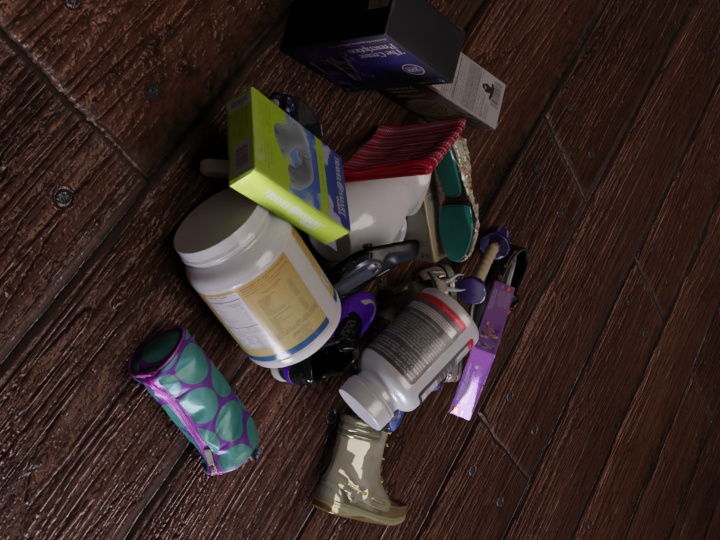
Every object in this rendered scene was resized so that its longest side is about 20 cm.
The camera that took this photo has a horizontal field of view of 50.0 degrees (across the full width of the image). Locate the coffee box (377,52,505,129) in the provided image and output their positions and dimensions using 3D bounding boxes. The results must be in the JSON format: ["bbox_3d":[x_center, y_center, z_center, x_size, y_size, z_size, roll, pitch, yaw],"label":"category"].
[{"bbox_3d":[0.117,-0.288,1.189,0.199,0.114,0.080,18,84,-44],"label":"coffee box"}]

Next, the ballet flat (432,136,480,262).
[{"bbox_3d":[0.153,-0.114,1.180,0.064,0.075,0.202,-32,121,-45],"label":"ballet flat"}]

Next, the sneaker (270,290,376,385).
[{"bbox_3d":[-0.028,0.103,1.111,0.200,0.099,0.070,-39,120,-32],"label":"sneaker"}]

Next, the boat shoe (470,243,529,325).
[{"bbox_3d":[0.255,0.047,1.418,0.073,0.063,0.203,28,78,-46],"label":"boat shoe"}]

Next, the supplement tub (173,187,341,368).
[{"bbox_3d":[-0.127,0.008,0.967,0.145,0.144,0.201,-51,128,-27],"label":"supplement tub"}]

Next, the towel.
[{"bbox_3d":[0.059,-0.173,1.084,0.200,0.143,0.023,-54,136,-54],"label":"towel"}]

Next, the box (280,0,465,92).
[{"bbox_3d":[0.015,-0.303,1.020,0.141,0.199,0.080,17,84,-44],"label":"box"}]

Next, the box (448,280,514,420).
[{"bbox_3d":[0.198,0.125,1.247,0.200,0.039,0.138,-57,164,-56],"label":"box"}]

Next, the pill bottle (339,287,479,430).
[{"bbox_3d":[0.067,0.128,1.104,0.200,0.110,0.111,-44,125,-17],"label":"pill bottle"}]

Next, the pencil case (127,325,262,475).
[{"bbox_3d":[-0.203,0.166,0.958,0.201,0.084,0.093,62,26,-31],"label":"pencil case"}]

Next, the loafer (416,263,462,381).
[{"bbox_3d":[0.127,0.092,1.300,0.062,0.072,0.202,-8,96,-27],"label":"loafer"}]

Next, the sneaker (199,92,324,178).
[{"bbox_3d":[-0.128,-0.175,0.998,0.199,0.073,0.113,-7,97,-51],"label":"sneaker"}]

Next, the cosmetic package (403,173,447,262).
[{"bbox_3d":[0.108,-0.125,1.234,0.103,0.073,0.202,-29,117,-38],"label":"cosmetic package"}]

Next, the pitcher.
[{"bbox_3d":[0.014,-0.071,1.129,0.200,0.121,0.173,-37,140,-43],"label":"pitcher"}]

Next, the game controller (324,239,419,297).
[{"bbox_3d":[0.000,0.000,1.060,0.104,0.200,0.042,-21,85,-31],"label":"game controller"}]

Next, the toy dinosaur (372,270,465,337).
[{"bbox_3d":[0.070,0.067,1.205,0.077,0.102,0.201,51,61,-37],"label":"toy dinosaur"}]

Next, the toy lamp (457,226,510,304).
[{"bbox_3d":[0.220,-0.015,1.344,0.200,0.058,0.059,-54,132,-49],"label":"toy lamp"}]

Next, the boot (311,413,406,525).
[{"bbox_3d":[0.020,0.313,1.218,0.199,0.072,0.156,26,75,-44],"label":"boot"}]

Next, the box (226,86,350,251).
[{"bbox_3d":[-0.078,-0.116,0.936,0.200,0.047,0.123,31,43,-48],"label":"box"}]

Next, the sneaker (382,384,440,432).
[{"bbox_3d":[0.089,0.171,1.206,0.078,0.075,0.201,40,59,-11],"label":"sneaker"}]
